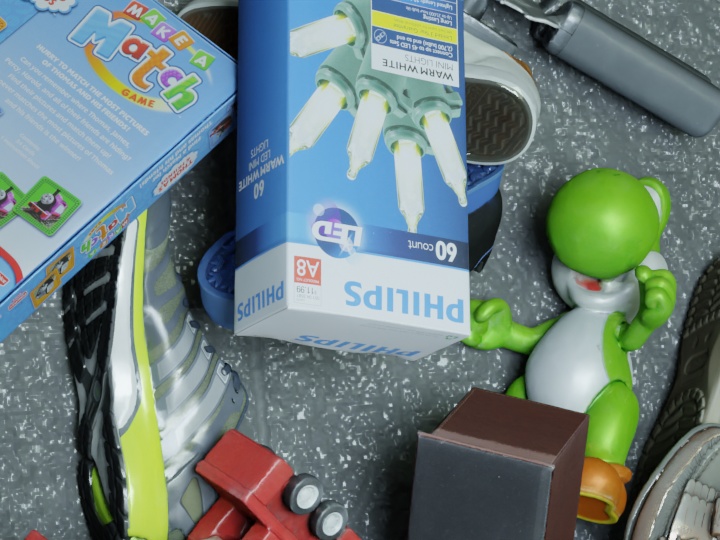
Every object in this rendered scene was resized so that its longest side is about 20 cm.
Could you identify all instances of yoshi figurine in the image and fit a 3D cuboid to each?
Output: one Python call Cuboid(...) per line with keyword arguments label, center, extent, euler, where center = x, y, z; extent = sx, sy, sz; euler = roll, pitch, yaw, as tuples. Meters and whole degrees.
Cuboid(label="yoshi figurine", center=(0.119, 0.028, 1.221), extent=(0.112, 0.112, 0.201), euler=(21, 71, -13))

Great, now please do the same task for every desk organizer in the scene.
Cuboid(label="desk organizer", center=(0.066, 0.169, 1.160), extent=(0.077, 0.072, 0.201), euler=(-39, 138, -62))

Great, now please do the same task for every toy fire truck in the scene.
Cuboid(label="toy fire truck", center=(-0.068, 0.159, 1.112), extent=(0.141, 0.049, 0.200), euler=(-50, 131, -11))

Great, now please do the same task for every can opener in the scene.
Cuboid(label="can opener", center=(0.111, -0.122, 1.279), extent=(0.200, 0.053, 0.067), euler=(28, 104, -18))

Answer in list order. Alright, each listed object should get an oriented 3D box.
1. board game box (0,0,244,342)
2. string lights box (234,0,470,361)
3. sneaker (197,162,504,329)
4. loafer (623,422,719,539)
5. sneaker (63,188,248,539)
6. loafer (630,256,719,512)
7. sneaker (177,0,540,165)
Cuboid(label="board game box", center=(-0.172, -0.069, 1.109), extent=(0.151, 0.037, 0.200), euler=(38, 67, 18))
Cuboid(label="string lights box", center=(-0.004, -0.064, 1.096), extent=(0.103, 0.059, 0.201), euler=(9, 71, -29))
Cuboid(label="sneaker", center=(0.000, 0.000, 1.175), extent=(0.200, 0.070, 0.078), euler=(-25, 132, -34))
Cuboid(label="loafer", center=(0.166, 0.177, 1.174), extent=(0.072, 0.063, 0.200), euler=(31, 82, -24))
Cuboid(label="sneaker", center=(-0.101, 0.048, 1.146), extent=(0.081, 0.074, 0.201), euler=(-2, 90, -30))
Cuboid(label="loafer", center=(0.210, 0.084, 1.266), extent=(0.068, 0.076, 0.200), euler=(24, 72, -12))
Cuboid(label="sneaker", center=(-0.001, -0.107, 1.211), extent=(0.199, 0.085, 0.073), euler=(16, 117, 1))
